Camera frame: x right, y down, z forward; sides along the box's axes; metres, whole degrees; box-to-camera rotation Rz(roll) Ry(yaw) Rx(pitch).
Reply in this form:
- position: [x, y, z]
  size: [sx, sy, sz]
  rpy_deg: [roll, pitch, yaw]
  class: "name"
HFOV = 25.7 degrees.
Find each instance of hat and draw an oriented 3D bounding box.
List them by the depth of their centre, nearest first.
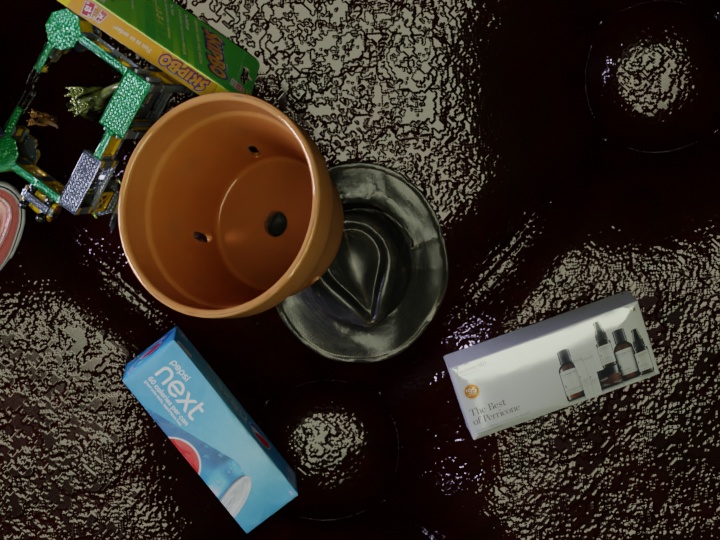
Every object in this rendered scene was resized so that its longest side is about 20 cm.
- position: [0.000, 0.000, 1.533]
  size: [0.199, 0.081, 0.202]
  rpy_deg: [-1, 102, -5]
  class: "hat"

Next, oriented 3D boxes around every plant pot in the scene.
- position: [-0.102, -0.051, 1.450]
  size: [0.199, 0.140, 0.202]
  rpy_deg: [-3, 83, 22]
  class: "plant pot"

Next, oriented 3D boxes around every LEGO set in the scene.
- position: [-0.247, -0.144, 1.488]
  size: [0.153, 0.116, 0.201]
  rpy_deg: [27, 103, 16]
  class: "LEGO set"

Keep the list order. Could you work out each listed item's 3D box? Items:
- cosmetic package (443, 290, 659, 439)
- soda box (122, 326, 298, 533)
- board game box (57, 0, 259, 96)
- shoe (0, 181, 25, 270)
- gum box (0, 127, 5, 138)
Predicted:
- position: [0.191, 0.095, 1.582]
  size: [0.199, 0.051, 0.083]
  rpy_deg: [-20, 101, 0]
  class: "cosmetic package"
- position: [-0.147, 0.157, 1.563]
  size: [0.068, 0.064, 0.200]
  rpy_deg: [-37, 101, 3]
  class: "soda box"
- position: [-0.184, -0.222, 1.460]
  size: [0.199, 0.096, 0.030]
  rpy_deg: [31, 119, -14]
  class: "board game box"
- position: [-0.390, 0.006, 1.499]
  size: [0.071, 0.091, 0.200]
  rpy_deg: [38, 97, -11]
  class: "shoe"
- position: [-0.451, -0.164, 1.453]
  size: [0.169, 0.045, 0.201]
  rpy_deg: [-29, 99, 20]
  class: "gum box"
